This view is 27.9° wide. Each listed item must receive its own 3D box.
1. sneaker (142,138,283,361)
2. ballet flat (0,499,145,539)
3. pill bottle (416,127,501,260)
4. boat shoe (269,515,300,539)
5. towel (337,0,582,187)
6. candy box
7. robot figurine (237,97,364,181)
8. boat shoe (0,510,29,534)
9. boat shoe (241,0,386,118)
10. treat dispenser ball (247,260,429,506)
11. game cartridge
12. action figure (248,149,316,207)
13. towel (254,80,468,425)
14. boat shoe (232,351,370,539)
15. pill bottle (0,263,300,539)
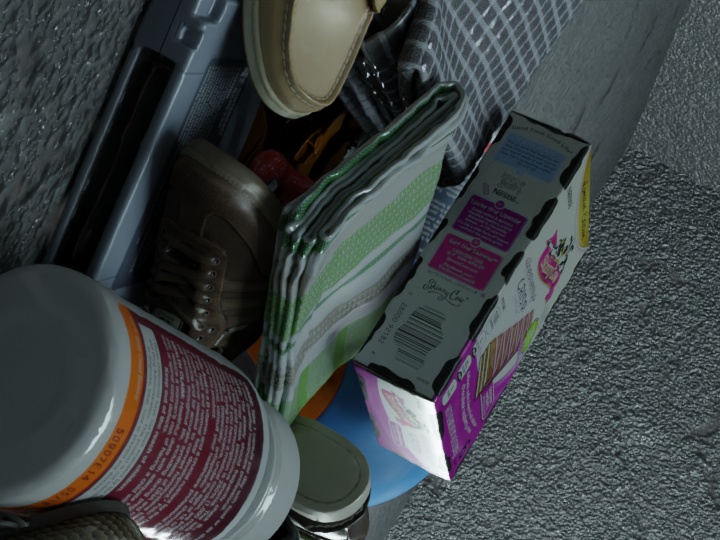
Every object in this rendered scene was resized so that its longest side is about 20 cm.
[{"bbox_3d":[-0.083,0.008,0.789,0.076,0.070,0.200,-53,165,-22],"label":"sneaker"},{"bbox_3d":[-0.190,0.150,0.633,0.199,0.047,0.067,-13,151,-17],"label":"ballet flat"},{"bbox_3d":[0.046,-0.048,1.254,0.201,0.119,0.120,-63,168,5],"label":"pill bottle"},{"bbox_3d":[-0.109,0.140,0.868,0.072,0.199,0.068,-43,140,-30],"label":"boat shoe"},{"bbox_3d":[0.059,-0.156,0.870,0.166,0.085,0.200,-55,157,-6],"label":"towel"},{"bbox_3d":[0.078,0.018,0.928,0.200,0.061,0.137,-58,159,-20],"label":"candy box"},{"bbox_3d":[-0.047,-0.075,0.943,0.200,0.058,0.145,-56,168,-21],"label":"robot figurine"},{"bbox_3d":[-0.195,0.152,0.800,0.086,0.074,0.202,-60,170,-4],"label":"boat shoe"},{"bbox_3d":[-0.004,-0.176,0.741,0.074,0.069,0.201,21,78,-49],"label":"boat shoe"},{"bbox_3d":[-0.018,0.074,1.063,0.201,0.200,0.201,-57,168,-20],"label":"treat dispenser ball"},{"bbox_3d":[-0.106,-0.060,0.787,0.201,0.041,0.133,-64,172,13],"label":"game cartridge"},{"bbox_3d":[-0.040,-0.011,0.859,0.052,0.065,0.200,-42,154,-18],"label":"action figure"},{"bbox_3d":[0.000,0.000,0.823,0.149,0.031,0.200,-41,158,-33],"label":"towel"},{"bbox_3d":[-0.070,0.103,0.907,0.072,0.200,0.060,-41,145,-26],"label":"boat shoe"},{"bbox_3d":[-0.117,0.082,0.735,0.115,0.114,0.200,-60,148,-6],"label":"pill bottle"}]
